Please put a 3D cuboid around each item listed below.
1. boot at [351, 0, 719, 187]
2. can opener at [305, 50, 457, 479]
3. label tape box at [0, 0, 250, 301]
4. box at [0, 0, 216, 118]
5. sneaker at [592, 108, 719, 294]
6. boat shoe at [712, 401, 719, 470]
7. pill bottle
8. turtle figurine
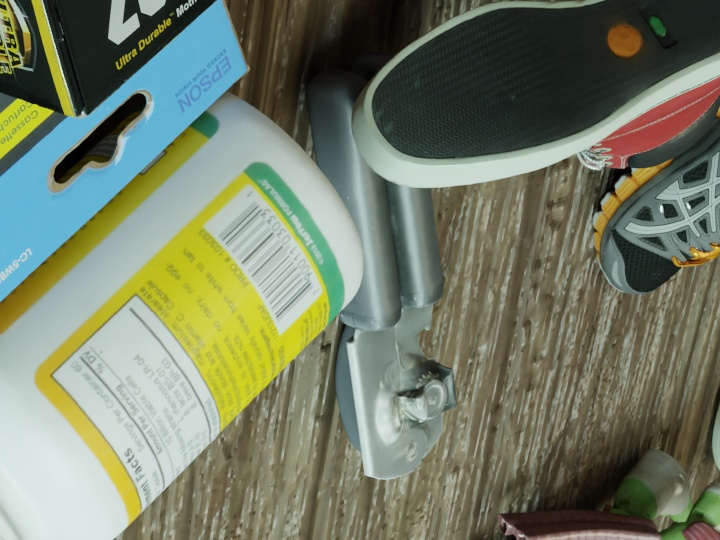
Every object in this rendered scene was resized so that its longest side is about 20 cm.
[{"bbox_3d":[0.084,-0.066,0.967,0.199,0.073,0.144,-20,164,-15],"label":"boot"},{"bbox_3d":[0.000,0.000,0.988,0.053,0.067,0.201,-27,119,-37],"label":"can opener"},{"bbox_3d":[-0.129,-0.108,0.735,0.144,0.063,0.201,-45,141,-25],"label":"label tape box"},{"bbox_3d":[-0.061,-0.169,0.690,0.200,0.049,0.160,-47,143,-36],"label":"box"},{"bbox_3d":[0.188,-0.040,1.117,0.078,0.077,0.200,-21,159,-38],"label":"sneaker"},{"bbox_3d":[0.268,0.041,1.323,0.060,0.072,0.203,-21,135,-44],"label":"boat shoe"},{"bbox_3d":[-0.102,0.032,0.821,0.200,0.112,0.113,-45,142,-22],"label":"pill bottle"},{"bbox_3d":[0.153,0.201,1.231,0.194,0.200,0.144,-39,174,-34],"label":"turtle figurine"}]
